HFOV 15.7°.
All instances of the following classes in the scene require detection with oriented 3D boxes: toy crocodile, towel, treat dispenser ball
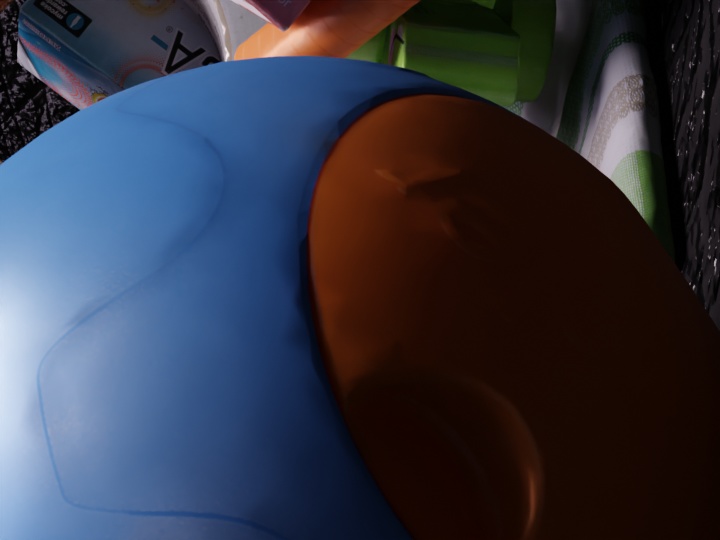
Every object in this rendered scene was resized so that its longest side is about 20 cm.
[{"bbox_3d":[0.017,-0.071,0.848,0.200,0.067,0.062,-129,45,-75],"label":"toy crocodile"},{"bbox_3d":[0.061,-0.015,0.808,0.201,0.030,0.150,-89,7,-52],"label":"towel"},{"bbox_3d":[-0.013,0.055,0.563,0.201,0.199,0.202,-173,90,-85],"label":"treat dispenser ball"}]

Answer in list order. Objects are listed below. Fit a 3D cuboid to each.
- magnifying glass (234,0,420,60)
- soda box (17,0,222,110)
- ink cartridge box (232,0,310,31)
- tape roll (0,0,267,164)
[{"bbox_3d":[0.033,-0.100,0.729,0.200,0.022,0.080,-32,42,38],"label":"magnifying glass"},{"bbox_3d":[-0.043,-0.060,1.064,0.069,0.200,0.064,-52,-3,-17],"label":"soda box"},{"bbox_3d":[0.005,-0.175,0.780,0.200,0.067,0.116,-52,19,2],"label":"ink cartridge box"},{"bbox_3d":[-0.101,-0.074,0.994,0.066,0.199,0.202,109,167,-80],"label":"tape roll"}]
